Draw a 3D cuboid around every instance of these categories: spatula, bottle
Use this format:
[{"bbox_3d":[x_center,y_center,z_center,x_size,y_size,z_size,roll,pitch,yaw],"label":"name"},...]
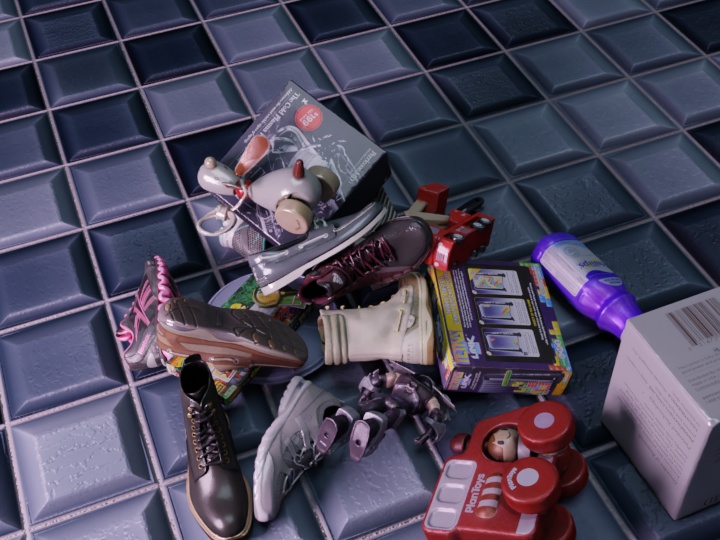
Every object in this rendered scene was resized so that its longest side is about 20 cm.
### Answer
[{"bbox_3d":[0.113,-0.068,1.521,0.200,0.021,0.057,-28,46,-24],"label":"spatula"},{"bbox_3d":[0.328,0.027,1.387,0.083,0.065,0.200,-3,40,-38],"label":"bottle"}]

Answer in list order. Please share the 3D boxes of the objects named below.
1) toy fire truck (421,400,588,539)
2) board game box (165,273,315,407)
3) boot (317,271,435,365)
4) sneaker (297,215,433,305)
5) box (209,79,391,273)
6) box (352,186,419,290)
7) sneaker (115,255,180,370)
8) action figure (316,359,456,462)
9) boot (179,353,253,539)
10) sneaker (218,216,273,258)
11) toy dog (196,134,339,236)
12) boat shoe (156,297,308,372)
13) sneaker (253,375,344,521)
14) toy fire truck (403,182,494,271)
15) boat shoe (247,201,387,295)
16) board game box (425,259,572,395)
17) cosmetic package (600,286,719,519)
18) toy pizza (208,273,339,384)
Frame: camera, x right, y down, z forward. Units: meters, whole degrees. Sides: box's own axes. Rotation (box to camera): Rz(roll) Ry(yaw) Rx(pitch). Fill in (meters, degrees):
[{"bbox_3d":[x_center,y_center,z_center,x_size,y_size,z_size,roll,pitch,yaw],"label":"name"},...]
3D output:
[{"bbox_3d":[0.173,0.242,1.176,0.168,0.112,0.200,-1,42,27],"label":"toy fire truck"},{"bbox_3d":[-0.160,0.087,1.338,0.105,0.023,0.200,25,53,22],"label":"board game box"},{"bbox_3d":[0.019,0.064,1.340,0.154,0.072,0.200,-3,28,-1],"label":"boot"},{"bbox_3d":[0.000,0.000,1.306,0.200,0.076,0.116,-30,3,26],"label":"sneaker"},{"bbox_3d":[-0.087,-0.134,1.419,0.182,0.104,0.200,38,84,12],"label":"box"},{"bbox_3d":[0.016,-0.071,1.486,0.082,0.068,0.200,-24,49,-2],"label":"box"},{"bbox_3d":[-0.301,0.061,1.385,0.095,0.079,0.200,-17,46,2],"label":"sneaker"},{"bbox_3d":[0.036,0.177,1.243,0.130,0.069,0.200,22,26,33],"label":"action figure"},{"bbox_3d":[-0.184,0.214,1.182,0.077,0.138,0.200,-16,49,-13],"label":"boot"},{"bbox_3d":[-0.117,-0.079,1.512,0.200,0.078,0.091,-41,63,-21],"label":"sneaker"},{"bbox_3d":[-0.130,-0.121,1.302,0.200,0.096,0.132,-1,48,8],"label":"toy dog"},{"bbox_3d":[-0.167,0.093,1.274,0.200,0.072,0.076,17,31,-10],"label":"boat shoe"},{"bbox_3d":[-0.077,0.220,1.217,0.082,0.075,0.200,16,53,7],"label":"sneaker"},{"bbox_3d":[0.113,-0.066,1.418,0.141,0.049,0.200,22,27,25],"label":"toy fire truck"},{"bbox_3d":[-0.058,-0.043,1.310,0.200,0.073,0.062,-33,94,-1],"label":"boat shoe"},{"bbox_3d":[0.182,0.074,1.341,0.165,0.057,0.200,3,45,-9],"label":"board game box"},{"bbox_3d":[0.413,0.154,1.176,0.167,0.200,0.166,-18,48,-15],"label":"cosmetic package"},{"bbox_3d":[-0.125,0.081,1.379,0.200,0.032,0.200,0,49,0],"label":"toy pizza"}]
